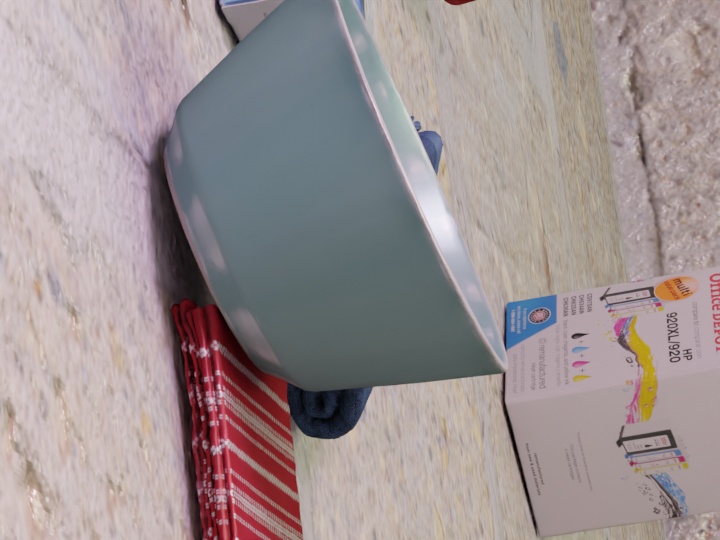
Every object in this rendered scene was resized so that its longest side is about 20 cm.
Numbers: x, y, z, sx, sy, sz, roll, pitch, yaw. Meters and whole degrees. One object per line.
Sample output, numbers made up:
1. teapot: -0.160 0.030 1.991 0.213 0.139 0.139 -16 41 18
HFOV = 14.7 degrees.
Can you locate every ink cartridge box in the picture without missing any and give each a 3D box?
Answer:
1. ink cartridge box: 0.229 0.105 2.264 0.148 0.199 0.145 -84 161 -57

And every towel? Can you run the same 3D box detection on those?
1. towel: 0.000 0.000 1.483 0.200 0.048 0.112 -66 166 -62
2. towel: -0.049 0.122 1.256 0.145 0.022 0.201 47 35 -71

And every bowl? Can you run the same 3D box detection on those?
1. bowl: -0.019 -0.026 1.257 0.201 0.105 0.202 -25 90 -84

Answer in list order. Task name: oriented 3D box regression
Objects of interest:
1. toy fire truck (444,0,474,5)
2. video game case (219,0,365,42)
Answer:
1. toy fire truck: 0.036 -0.262 1.609 0.168 0.112 0.201 42 41 -44
2. video game case: -0.037 -0.183 1.537 0.181 0.045 0.201 61 22 -59
